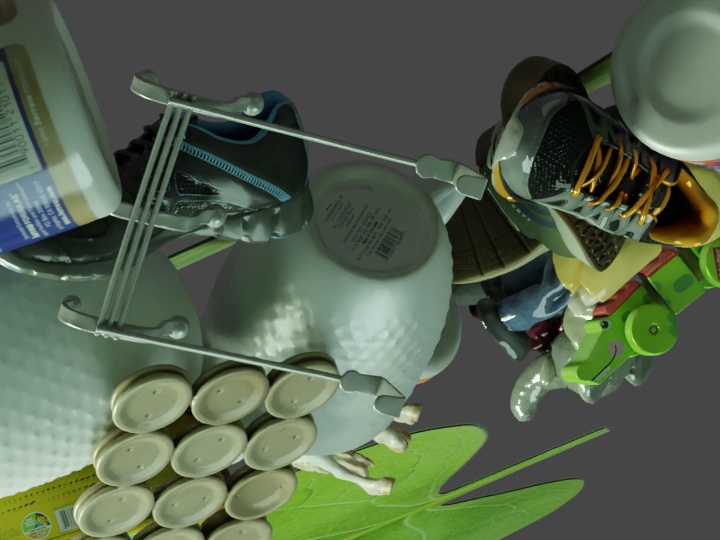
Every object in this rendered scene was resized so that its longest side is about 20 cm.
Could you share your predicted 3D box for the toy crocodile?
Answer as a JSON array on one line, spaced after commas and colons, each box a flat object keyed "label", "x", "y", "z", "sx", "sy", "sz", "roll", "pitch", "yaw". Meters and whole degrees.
[{"label": "toy crocodile", "x": 0.222, "y": 0.011, "z": 1.706, "sx": 0.200, "sy": 0.062, "sz": 0.068, "roll": -41, "pitch": -173, "yaw": -8}]

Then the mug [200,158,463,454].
[{"label": "mug", "x": 0.000, "y": 0.000, "z": 1.516, "sx": 0.200, "sy": 0.148, "sz": 0.175, "roll": -42, "pitch": 168, "yaw": -33}]

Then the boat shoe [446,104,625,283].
[{"label": "boat shoe", "x": 0.135, "y": -0.049, "z": 1.651, "sx": 0.200, "sy": 0.072, "sz": 0.065, "roll": -34, "pitch": 159, "yaw": 25}]

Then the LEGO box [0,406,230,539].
[{"label": "LEGO box", "x": -0.194, "y": 0.161, "z": 1.545, "sx": 0.200, "sy": 0.077, "sz": 0.149, "roll": -15, "pitch": 160, "yaw": -16}]

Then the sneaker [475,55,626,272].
[{"label": "sneaker", "x": 0.108, "y": -0.074, "z": 1.524, "sx": 0.067, "sy": 0.090, "sz": 0.200, "roll": -55, "pitch": 145, "yaw": -18}]

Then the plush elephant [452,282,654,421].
[{"label": "plush elephant", "x": 0.150, "y": 0.043, "z": 1.818, "sx": 0.200, "sy": 0.155, "sz": 0.165, "roll": -27, "pitch": 163, "yaw": 27}]

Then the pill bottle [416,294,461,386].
[{"label": "pill bottle", "x": -0.025, "y": 0.066, "z": 1.767, "sx": 0.110, "sy": 0.110, "sz": 0.200, "roll": -6, "pitch": 159, "yaw": -43}]

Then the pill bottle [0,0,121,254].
[{"label": "pill bottle", "x": -0.223, "y": -0.049, "z": 1.099, "sx": 0.200, "sy": 0.116, "sz": 0.116, "roll": -19, "pitch": 165, "yaw": 0}]

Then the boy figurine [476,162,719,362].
[{"label": "boy figurine", "x": 0.177, "y": -0.018, "z": 1.679, "sx": 0.200, "sy": 0.064, "sz": 0.124, "roll": -32, "pitch": -158, "yaw": 22}]

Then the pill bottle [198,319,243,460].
[{"label": "pill bottle", "x": -0.190, "y": 0.112, "z": 1.686, "sx": 0.200, "sy": 0.110, "sz": 0.110, "roll": -16, "pitch": 164, "yaw": -15}]

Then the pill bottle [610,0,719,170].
[{"label": "pill bottle", "x": 0.246, "y": -0.115, "z": 1.477, "sx": 0.111, "sy": 0.111, "sz": 0.200, "roll": -28, "pitch": 163, "yaw": 26}]

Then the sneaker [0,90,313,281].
[{"label": "sneaker", "x": -0.122, "y": -0.051, "z": 1.325, "sx": 0.200, "sy": 0.073, "sz": 0.082, "roll": -15, "pitch": 121, "yaw": -26}]

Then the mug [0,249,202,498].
[{"label": "mug", "x": -0.192, "y": 0.033, "z": 1.417, "sx": 0.175, "sy": 0.148, "sz": 0.200, "roll": -18, "pitch": 134, "yaw": -24}]

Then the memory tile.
[{"label": "memory tile", "x": -0.101, "y": 0.123, "z": 1.445, "sx": 0.153, "sy": 0.017, "sz": 0.200, "roll": -4, "pitch": 137, "yaw": -29}]

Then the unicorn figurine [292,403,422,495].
[{"label": "unicorn figurine", "x": -0.027, "y": 0.092, "z": 1.660, "sx": 0.137, "sy": 0.074, "sz": 0.200, "roll": 22, "pitch": 134, "yaw": 3}]

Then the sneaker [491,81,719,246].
[{"label": "sneaker", "x": 0.154, "y": -0.060, "z": 1.443, "sx": 0.200, "sy": 0.077, "sz": 0.078, "roll": 14, "pitch": 102, "yaw": -51}]

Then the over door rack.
[{"label": "over door rack", "x": -0.051, "y": -0.016, "z": 1.286, "sx": 0.200, "sy": 0.148, "sz": 0.067, "roll": 16, "pitch": -167, "yaw": -14}]

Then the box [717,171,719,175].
[{"label": "box", "x": 0.287, "y": -0.093, "z": 1.747, "sx": 0.200, "sy": 0.039, "sz": 0.041, "roll": -12, "pitch": 162, "yaw": -28}]
